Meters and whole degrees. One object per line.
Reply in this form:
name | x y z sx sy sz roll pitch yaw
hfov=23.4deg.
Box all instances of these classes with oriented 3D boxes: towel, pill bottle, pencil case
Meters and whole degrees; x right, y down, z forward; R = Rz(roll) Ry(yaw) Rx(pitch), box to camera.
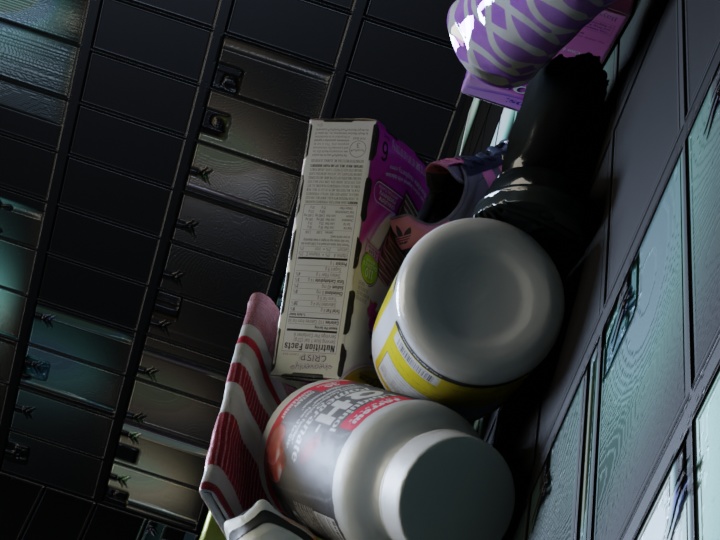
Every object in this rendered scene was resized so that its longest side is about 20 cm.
towel | -0.063 0.131 1.258 0.200 0.023 0.144 -79 -31 -49
pill bottle | 0.018 0.135 1.140 0.200 0.111 0.111 7 78 65
pencil case | 0.138 -0.196 1.174 0.200 0.085 0.084 -38 65 55
pill bottle | 0.067 0.044 1.197 0.200 0.112 0.112 112 176 -73

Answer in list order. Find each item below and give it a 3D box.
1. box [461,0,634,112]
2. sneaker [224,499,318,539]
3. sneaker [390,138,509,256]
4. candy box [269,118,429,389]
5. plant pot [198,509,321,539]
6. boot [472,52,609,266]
box | 0.164 -0.244 1.395 0.200 0.097 0.176 109 178 -69
sneaker | -0.033 0.211 1.170 0.080 0.074 0.200 58 178 31
sneaker | 0.095 -0.069 1.335 0.070 0.082 0.200 -15 31 48
candy box | 0.000 0.000 1.319 0.136 0.061 0.200 32 -116 -62
plant pot | -0.054 0.260 1.652 0.200 0.193 0.200 -162 90 -89
boot | 0.132 -0.079 1.215 0.198 0.073 0.163 117 177 -72
